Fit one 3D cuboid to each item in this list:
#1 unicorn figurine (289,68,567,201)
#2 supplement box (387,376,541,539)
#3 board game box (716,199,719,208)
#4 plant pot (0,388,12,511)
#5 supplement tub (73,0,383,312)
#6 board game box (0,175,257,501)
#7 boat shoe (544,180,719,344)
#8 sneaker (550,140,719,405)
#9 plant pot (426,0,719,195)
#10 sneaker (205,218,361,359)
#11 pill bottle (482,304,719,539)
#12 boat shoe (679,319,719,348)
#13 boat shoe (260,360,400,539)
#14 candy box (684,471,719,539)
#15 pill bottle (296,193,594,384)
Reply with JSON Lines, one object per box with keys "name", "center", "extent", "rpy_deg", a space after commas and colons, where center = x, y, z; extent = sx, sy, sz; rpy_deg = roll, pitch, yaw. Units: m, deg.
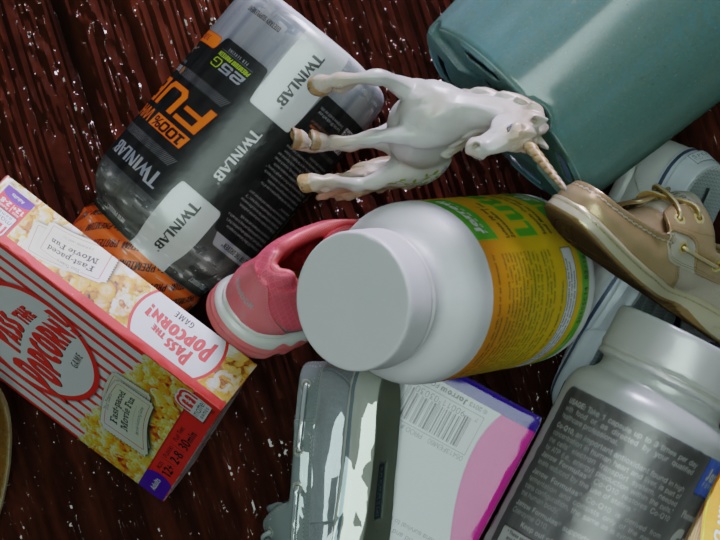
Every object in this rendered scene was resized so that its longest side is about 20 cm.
{"name": "unicorn figurine", "center": [0.033, -0.081, 1.347], "extent": [0.137, 0.200, 0.074], "rpy_deg": [0, 90, -9]}
{"name": "supplement box", "center": [0.027, 0.160, 1.466], "extent": [0.101, 0.103, 0.200], "rpy_deg": [29, 88, 2]}
{"name": "board game box", "center": [0.347, -0.035, 1.480], "extent": [0.200, 0.048, 0.102], "rpy_deg": [31, 94, 6]}
{"name": "plant pot", "center": [-0.358, 0.131, 1.447], "extent": [0.199, 0.186, 0.187], "rpy_deg": [16, 89, 14]}
{"name": "supplement tub", "center": [-0.089, -0.076, 1.463], "extent": [0.122, 0.123, 0.200], "rpy_deg": [40, 89, 2]}
{"name": "board game box", "center": [-0.177, 0.047, 1.449], "extent": [0.200, 0.152, 0.046], "rpy_deg": [37, 56, 2]}
{"name": "boat shoe", "center": [0.188, -0.019, 1.394], "extent": [0.074, 0.200, 0.069], "rpy_deg": [35, 93, 43]}
{"name": "sneaker", "center": [0.174, 0.004, 1.489], "extent": [0.071, 0.073, 0.200], "rpy_deg": [35, 103, 40]}
{"name": "plant pot", "center": [0.161, -0.158, 1.409], "extent": [0.196, 0.200, 0.200], "rpy_deg": [-42, 88, -8]}
{"name": "sneaker", "center": [0.000, 0.000, 1.438], "extent": [0.200, 0.087, 0.074], "rpy_deg": [-17, 68, -38]}
{"name": "pill bottle", "center": [0.161, 0.130, 1.410], "extent": [0.114, 0.114, 0.200], "rpy_deg": [28, 90, 2]}
{"name": "boat shoe", "center": [0.309, 0.048, 1.476], "extent": [0.199, 0.074, 0.067], "rpy_deg": [8, 92, 2]}
{"name": "boat shoe", "center": [-0.023, 0.154, 1.391], "extent": [0.071, 0.070, 0.202], "rpy_deg": [7, 89, 20]}
{"name": "candy box", "center": [0.240, 0.227, 1.436], "extent": [0.115, 0.055, 0.200], "rpy_deg": [28, 89, 1]}
{"name": "pill bottle", "center": [0.051, 0.011, 1.371], "extent": [0.111, 0.200, 0.112], "rpy_deg": [3, 95, 34]}
